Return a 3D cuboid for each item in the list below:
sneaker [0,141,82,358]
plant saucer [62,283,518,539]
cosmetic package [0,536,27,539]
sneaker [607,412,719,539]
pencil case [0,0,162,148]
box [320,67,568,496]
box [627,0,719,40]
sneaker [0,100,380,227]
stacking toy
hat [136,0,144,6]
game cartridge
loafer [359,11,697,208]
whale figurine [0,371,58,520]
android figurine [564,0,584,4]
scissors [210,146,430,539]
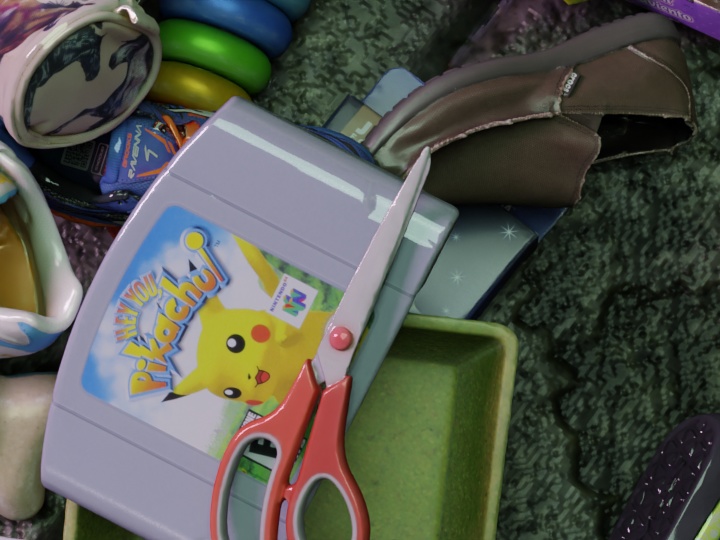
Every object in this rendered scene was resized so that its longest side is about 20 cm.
[{"bbox_3d":[-0.192,-0.051,1.126,0.077,0.081,0.200,-41,106,-29],"label":"sneaker"},{"bbox_3d":[-0.035,0.107,1.167,0.200,0.048,0.200,7,99,3],"label":"plant saucer"},{"bbox_3d":[-0.170,0.173,1.120,0.200,0.071,0.102,3,73,37],"label":"cosmetic package"},{"bbox_3d":[0.148,0.162,1.160,0.083,0.072,0.200,32,93,-21],"label":"sneaker"},{"bbox_3d":[-0.165,-0.136,1.142,0.200,0.078,0.089,47,113,37],"label":"pencil case"},{"bbox_3d":[0.000,0.000,1.232,0.121,0.032,0.200,37,78,11],"label":"box"},{"bbox_3d":[0.175,-0.226,1.265,0.137,0.039,0.200,26,77,26],"label":"box"},{"bbox_3d":[-0.086,-0.043,1.157,0.200,0.078,0.075,6,84,20],"label":"sneaker"},{"bbox_3d":[-0.074,-0.100,1.241,0.085,0.085,0.200,17,81,7],"label":"stacking toy"},{"bbox_3d":[-0.150,-0.160,1.247,0.200,0.081,0.201,-11,60,20],"label":"hat"},{"bbox_3d":[-0.058,0.031,1.116,0.133,0.040,0.200,27,100,4],"label":"game cartridge"},{"bbox_3d":[0.083,-0.064,1.201,0.200,0.073,0.071,-23,70,-20],"label":"loafer"},{"bbox_3d":[-0.236,0.049,1.203,0.200,0.104,0.159,21,98,-14],"label":"whale figurine"},{"bbox_3d":[0.117,-0.213,1.233,0.200,0.041,0.182,-37,61,-3],"label":"android figurine"},{"bbox_3d":[-0.019,0.039,1.088,0.073,0.014,0.200,11,96,15],"label":"scissors"}]
